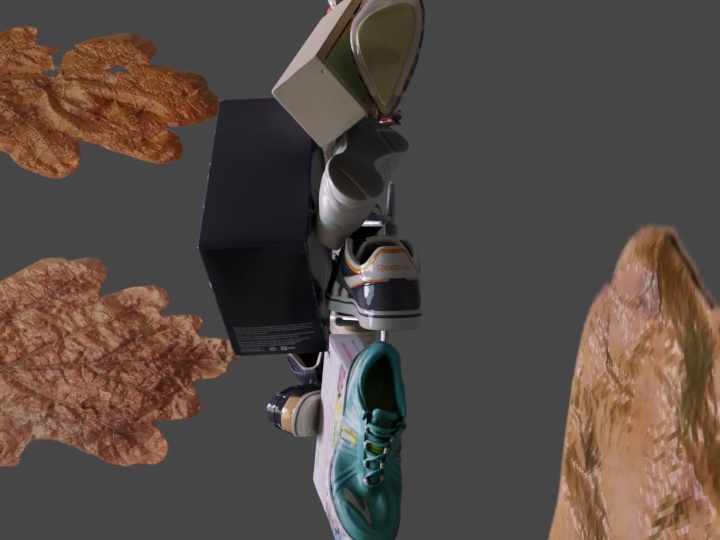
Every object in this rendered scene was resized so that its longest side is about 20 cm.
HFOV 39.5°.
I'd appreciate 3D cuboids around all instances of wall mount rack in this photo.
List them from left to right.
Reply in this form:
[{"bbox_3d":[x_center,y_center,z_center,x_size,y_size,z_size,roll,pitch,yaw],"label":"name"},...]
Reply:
[{"bbox_3d":[0.000,0.000,1.135,0.174,0.074,0.201,160,113,-87],"label":"wall mount rack"}]

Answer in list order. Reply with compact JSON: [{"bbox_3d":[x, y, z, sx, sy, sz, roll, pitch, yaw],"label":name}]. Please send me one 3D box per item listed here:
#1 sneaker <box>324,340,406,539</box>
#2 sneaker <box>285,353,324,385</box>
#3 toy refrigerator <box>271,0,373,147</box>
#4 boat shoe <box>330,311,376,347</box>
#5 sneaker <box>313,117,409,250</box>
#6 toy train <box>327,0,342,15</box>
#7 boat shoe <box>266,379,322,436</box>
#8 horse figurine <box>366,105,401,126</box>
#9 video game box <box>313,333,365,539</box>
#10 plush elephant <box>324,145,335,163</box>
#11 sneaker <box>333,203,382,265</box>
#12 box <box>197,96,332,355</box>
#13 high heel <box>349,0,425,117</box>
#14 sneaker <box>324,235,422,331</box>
[{"bbox_3d":[0.010,0.164,0.963,0.080,0.077,0.201,124,150,-65],"label":"sneaker"},{"bbox_3d":[-0.053,0.099,1.419,0.203,0.077,0.146,-90,-20,-52],"label":"sneaker"},{"bbox_3d":[-0.015,-0.213,1.017,0.070,0.076,0.200,-33,20,30],"label":"toy refrigerator"},{"bbox_3d":[-0.016,0.064,1.349,0.200,0.072,0.065,-114,26,-69],"label":"boat shoe"},{"bbox_3d":[-0.007,-0.092,0.988,0.080,0.070,0.200,-62,0,32],"label":"sneaker"},{"bbox_3d":[-0.040,-0.311,1.213,0.200,0.055,0.151,-87,-20,-63],"label":"toy train"},{"bbox_3d":[-0.057,0.175,1.281,0.200,0.062,0.075,10,-88,-68],"label":"boat shoe"},{"bbox_3d":[0.016,-0.193,1.193,0.200,0.050,0.133,-89,11,-57],"label":"horse figurine"},{"bbox_3d":[-0.009,0.197,1.135,0.182,0.047,0.201,-120,34,-66],"label":"video game box"},{"bbox_3d":[-0.073,-0.089,1.393,0.165,0.154,0.201,-42,-45,-63],"label":"plush elephant"},{"bbox_3d":[-0.041,-0.016,1.287,0.200,0.074,0.080,-57,27,13],"label":"sneaker"},{"bbox_3d":[-0.089,-0.046,1.029,0.182,0.104,0.201,83,-174,-52],"label":"box"},{"bbox_3d":[0.032,-0.240,0.996,0.143,0.071,0.201,29,-120,-82],"label":"high heel"},{"bbox_3d":[0.014,0.005,0.945,0.200,0.078,0.080,-163,71,-74],"label":"sneaker"}]
